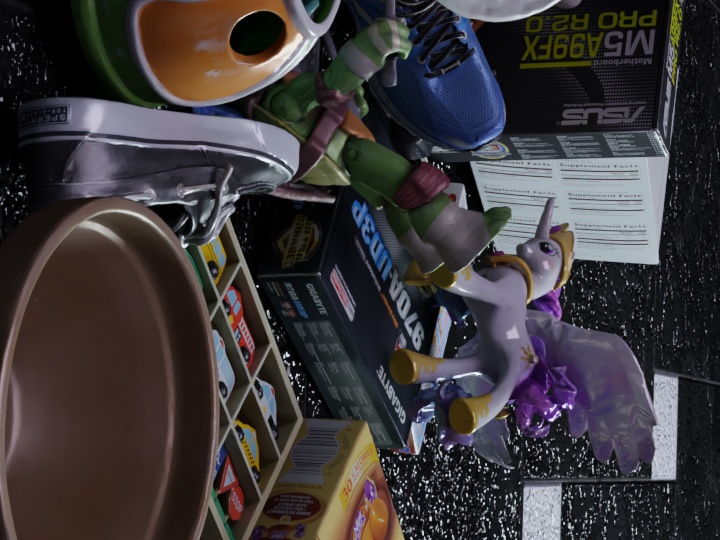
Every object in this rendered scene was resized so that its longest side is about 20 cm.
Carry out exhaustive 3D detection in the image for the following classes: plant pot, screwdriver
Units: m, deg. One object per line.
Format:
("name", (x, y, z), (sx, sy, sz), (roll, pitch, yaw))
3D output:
("plant pot", (-0.147, 0.068, 0.854), (0.201, 0.092, 0.203), (1, 90, -67))
("screwdriver", (0.047, -0.087, 1.356), (0.028, 0.029, 0.200), (51, 5, 9))

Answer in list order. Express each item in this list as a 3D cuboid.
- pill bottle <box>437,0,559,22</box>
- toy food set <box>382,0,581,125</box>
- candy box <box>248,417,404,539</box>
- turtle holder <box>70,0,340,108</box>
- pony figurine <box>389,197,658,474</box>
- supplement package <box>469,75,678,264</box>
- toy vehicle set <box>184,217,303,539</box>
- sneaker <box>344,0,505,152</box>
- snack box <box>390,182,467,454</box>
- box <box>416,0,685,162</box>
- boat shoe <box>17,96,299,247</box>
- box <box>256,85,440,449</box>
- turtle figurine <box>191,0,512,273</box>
("pill bottle", (0.071, -0.250, 1.127), (0.201, 0.111, 0.113), (-101, 171, -45))
("toy food set", (0.092, -0.175, 1.313), (0.200, 0.060, 0.143), (-46, 172, 4))
("candy box", (-0.036, 0.202, 1.172), (0.201, 0.056, 0.117), (-66, 148, -47))
("turtle holder", (-0.073, -0.167, 0.982), (0.186, 0.131, 0.142), (-55, 138, -54))
("pony figurine", (0.105, 0.055, 1.307), (0.199, 0.166, 0.195), (-14, 97, -53))
("supplement package", (0.177, -0.137, 1.532), (0.200, 0.146, 0.193), (65, 31, -63))
("toy vehicle set", (-0.090, 0.056, 1.076), (0.125, 0.026, 0.201), (-65, 147, -45))
("sneaker", (0.031, -0.164, 1.192), (0.201, 0.078, 0.089), (58, -11, -7))
("snack box", (0.051, 0.034, 1.406), (0.072, 0.024, 0.201), (80, 21, -54))
("box", (0.138, -0.163, 1.404), (0.044, 0.198, 0.161), (49, 46, -57))
("boat shoe", (-0.099, -0.046, 0.976), (0.199, 0.073, 0.069), (4, 82, -61))
("box", (0.000, 0.000, 1.268), (0.201, 0.046, 0.160), (65, 33, -47))
("turtle figurine", (0.015, -0.102, 1.124), (0.194, 0.144, 0.200), (45, 47, -10))
